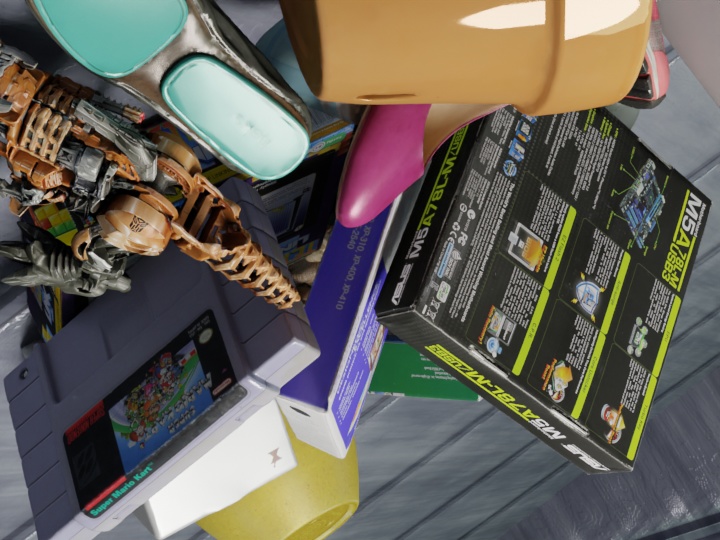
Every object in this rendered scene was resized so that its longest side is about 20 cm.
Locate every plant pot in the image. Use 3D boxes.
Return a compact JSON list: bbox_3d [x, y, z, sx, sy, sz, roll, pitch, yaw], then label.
[{"bbox_3d":[0.032,-0.159,0.694,0.138,0.202,0.201,-14,158,-7],"label":"plant pot"},{"bbox_3d":[-0.080,0.176,1.361,0.199,0.143,0.200,-30,160,-12],"label":"plant pot"}]

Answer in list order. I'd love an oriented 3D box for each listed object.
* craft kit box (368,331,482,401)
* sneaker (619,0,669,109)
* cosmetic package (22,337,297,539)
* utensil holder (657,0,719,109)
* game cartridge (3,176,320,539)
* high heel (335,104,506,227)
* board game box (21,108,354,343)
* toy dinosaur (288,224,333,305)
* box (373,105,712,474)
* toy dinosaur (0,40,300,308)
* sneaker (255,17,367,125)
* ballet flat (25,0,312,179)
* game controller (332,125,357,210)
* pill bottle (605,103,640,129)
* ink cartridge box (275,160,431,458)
[{"bbox_3d":[0.034,0.047,1.157,0.198,0.049,0.197,2,-164,26],"label":"craft kit box"},{"bbox_3d":[0.150,-0.181,0.891,0.087,0.073,0.201,-48,131,-18],"label":"sneaker"},{"bbox_3d":[-0.135,0.086,0.982,0.101,0.199,0.072,-26,116,-23],"label":"cosmetic package"},{"bbox_3d":[0.254,-0.193,0.938,0.169,0.201,0.170,-30,162,-11],"label":"utensil holder"},{"bbox_3d":[-0.118,0.055,0.856,0.199,0.130,0.038,-39,135,18],"label":"game cartridge"},{"bbox_3d":[0.067,-0.090,0.801,0.201,0.095,0.068,-57,166,-18],"label":"high heel"},{"bbox_3d":[-0.109,-0.032,0.943,0.198,0.057,0.166,-26,161,-22],"label":"board game box"},{"bbox_3d":[-0.012,-0.011,1.136,0.197,0.087,0.136,-11,-165,-13],"label":"toy dinosaur"},{"bbox_3d":[0.119,-0.009,0.933,0.047,0.192,0.202,-12,-130,51],"label":"box"},{"bbox_3d":[-0.121,-0.035,0.756,0.102,0.201,0.135,-43,-168,-28],"label":"toy dinosaur"},{"bbox_3d":[0.010,-0.152,0.857,0.200,0.081,0.075,-42,149,-50],"label":"sneaker"},{"bbox_3d":[-0.097,-0.114,0.723,0.068,0.069,0.200,-34,136,11],"label":"ballet flat"},{"bbox_3d":[0.028,-0.105,1.018,0.104,0.042,0.201,-24,158,-28],"label":"game controller"},{"bbox_3d":[0.130,-0.109,1.067,0.113,0.115,0.201,-25,160,-24],"label":"pill bottle"},{"bbox_3d":[0.000,0.000,0.929,0.200,0.043,0.200,87,21,-74],"label":"ink cartridge box"}]
